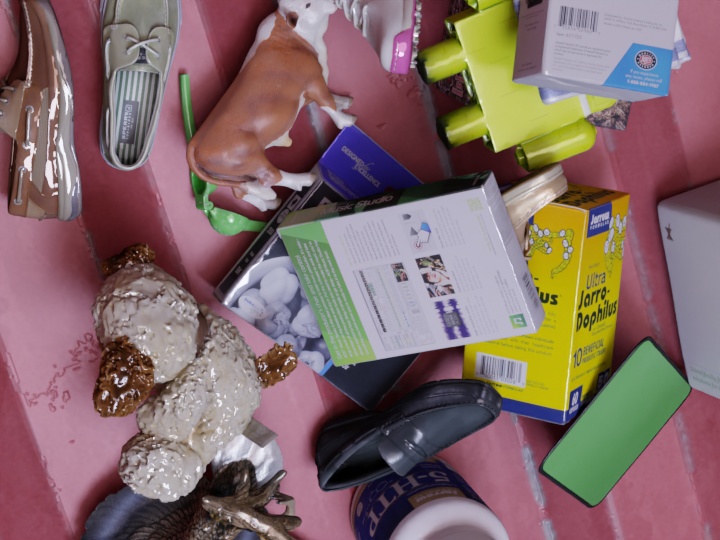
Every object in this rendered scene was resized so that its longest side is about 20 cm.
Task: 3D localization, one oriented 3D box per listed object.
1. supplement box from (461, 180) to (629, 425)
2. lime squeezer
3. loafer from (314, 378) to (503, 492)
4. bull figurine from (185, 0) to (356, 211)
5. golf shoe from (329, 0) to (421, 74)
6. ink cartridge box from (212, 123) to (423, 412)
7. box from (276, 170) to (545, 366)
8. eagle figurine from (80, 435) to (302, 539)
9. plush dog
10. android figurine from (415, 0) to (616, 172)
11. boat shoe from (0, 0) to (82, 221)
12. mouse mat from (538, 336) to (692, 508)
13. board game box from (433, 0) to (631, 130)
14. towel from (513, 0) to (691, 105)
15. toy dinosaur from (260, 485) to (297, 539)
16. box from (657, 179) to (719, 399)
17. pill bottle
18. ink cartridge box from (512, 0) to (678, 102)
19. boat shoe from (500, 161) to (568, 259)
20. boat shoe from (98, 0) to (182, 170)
[{"bbox_3d":[0.168,0.024,1.759,0.109,0.109,0.200,11,105,27],"label":"supplement box"},{"bbox_3d":[-0.119,-0.078,1.715,0.071,0.038,0.200,-39,110,-3],"label":"lime squeezer"},{"bbox_3d":[0.043,0.154,1.750,0.200,0.070,0.068,-23,132,32],"label":"loafer"},{"bbox_3d":[-0.069,-0.149,1.688,0.121,0.065,0.200,39,83,-23],"label":"bull figurine"},{"bbox_3d":[0.003,-0.234,1.637,0.091,0.200,0.075,0,132,-8],"label":"golf shoe"},{"bbox_3d":[0.000,0.000,1.751,0.198,0.043,0.200,38,91,-29],"label":"ink cartridge box"},{"bbox_3d":[0.043,0.001,1.655,0.200,0.036,0.144,-11,114,25],"label":"box"},{"bbox_3d":[-0.145,0.243,1.716,0.151,0.200,0.152,-17,77,-38],"label":"eagle figurine"},{"bbox_3d":[-0.161,0.069,1.625,0.160,0.200,0.172,-25,136,19],"label":"plush dog"},{"bbox_3d":[0.151,-0.181,1.658,0.200,0.041,0.182,-20,108,-8],"label":"android figurine"},{"bbox_3d":[-0.280,-0.136,1.637,0.072,0.076,0.200,-6,104,-12],"label":"boat shoe"},{"bbox_3d":[0.244,0.147,1.819,0.161,0.008,0.200,-51,151,0],"label":"mouse mat"},{"bbox_3d":[0.171,-0.240,1.720,0.159,0.097,0.200,7,102,-17],"label":"board game box"},{"bbox_3d":[0.190,-0.249,1.623,0.147,0.024,0.200,-19,96,-18],"label":"towel"},{"bbox_3d":[-0.096,0.241,1.803,0.200,0.058,0.101,14,115,-10],"label":"toy dinosaur"},{"bbox_3d":[0.410,0.016,1.788,0.171,0.199,0.200,-18,108,-20],"label":"box"},{"bbox_3d":[0.071,0.253,1.764,0.120,0.200,0.120,-4,105,-15],"label":"pill bottle"},{"bbox_3d":[0.198,-0.247,1.577,0.116,0.068,0.200,8,88,-18],"label":"ink cartridge box"},{"bbox_3d":[0.115,-0.019,1.681,0.200,0.074,0.069,-39,86,34],"label":"boat shoe"},{"bbox_3d":[-0.188,-0.182,1.655,0.072,0.062,0.200,1,103,-16],"label":"boat shoe"}]
